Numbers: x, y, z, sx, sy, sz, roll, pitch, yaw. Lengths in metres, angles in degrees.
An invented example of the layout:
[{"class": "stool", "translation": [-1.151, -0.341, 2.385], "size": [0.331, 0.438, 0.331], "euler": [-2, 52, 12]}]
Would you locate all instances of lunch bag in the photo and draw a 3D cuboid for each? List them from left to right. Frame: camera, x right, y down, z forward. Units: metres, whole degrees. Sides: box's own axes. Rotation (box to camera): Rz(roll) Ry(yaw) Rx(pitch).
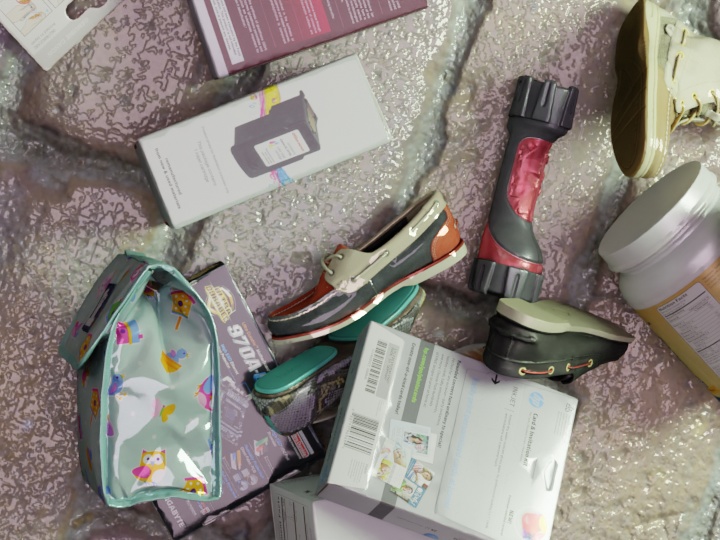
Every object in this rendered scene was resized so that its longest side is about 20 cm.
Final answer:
[{"class": "lunch bag", "translation": [-0.181, 0.085, 1.537], "size": [0.121, 0.170, 0.201], "euler": [-4, 94, -15]}]

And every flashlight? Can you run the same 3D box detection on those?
[{"class": "flashlight", "translation": [0.152, -0.071, 1.676], "size": [0.067, 0.068, 0.201], "euler": [15, 92, -8]}]

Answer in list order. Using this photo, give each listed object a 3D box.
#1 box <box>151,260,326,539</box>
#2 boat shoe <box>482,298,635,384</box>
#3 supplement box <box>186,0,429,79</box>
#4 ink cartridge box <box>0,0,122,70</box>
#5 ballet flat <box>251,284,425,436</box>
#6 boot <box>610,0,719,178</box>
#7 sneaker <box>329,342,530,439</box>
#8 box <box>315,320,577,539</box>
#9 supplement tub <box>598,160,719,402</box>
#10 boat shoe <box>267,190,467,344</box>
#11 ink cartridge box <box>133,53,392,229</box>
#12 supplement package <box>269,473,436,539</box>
[{"class": "box", "translation": [-0.145, 0.116, 1.654], "size": [0.159, 0.046, 0.201], "euler": [-29, 97, -6]}, {"class": "boat shoe", "translation": [0.175, 0.065, 1.650], "size": [0.074, 0.201, 0.063], "euler": [27, 103, 34]}, {"class": "supplement box", "translation": [-0.051, -0.250, 1.637], "size": [0.199, 0.061, 0.109], "euler": [-19, 97, -6]}, {"class": "ink cartridge box", "translation": [-0.286, -0.301, 1.614], "size": [0.161, 0.050, 0.200], "euler": [-43, 118, -3]}, {"class": "ballet flat", "translation": [-0.013, 0.083, 1.646], "size": [0.200, 0.072, 0.072], "euler": [-35, 99, -32]}, {"class": "boot", "translation": [0.304, -0.144, 1.654], "size": [0.154, 0.072, 0.201], "euler": [19, 48, -12]}, {"class": "sneaker", "translation": [0.059, 0.117, 1.679], "size": [0.199, 0.080, 0.072], "euler": [-20, 91, -28]}, {"class": "box", "translation": [0.076, 0.149, 1.581], "size": [0.199, 0.041, 0.157], "euler": [20, 62, -9]}, {"class": "supplement tub", "translation": [0.325, 0.015, 1.670], "size": [0.145, 0.145, 0.200], "euler": [-44, 98, -4]}, {"class": "boat shoe", "translation": [0.000, 0.000, 1.654], "size": [0.199, 0.071, 0.063], "euler": [-29, 109, -10]}, {"class": "ink cartridge box", "translation": [-0.087, -0.110, 1.598], "size": [0.199, 0.146, 0.083], "euler": [-23, 95, -7]}, {"class": "supplement package", "translation": [0.037, 0.252, 1.637], "size": [0.199, 0.111, 0.157], "euler": [-8, 95, -23]}]
